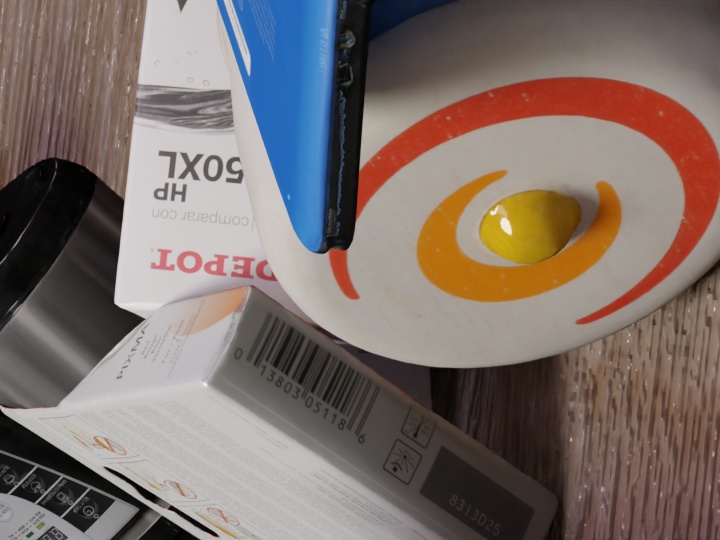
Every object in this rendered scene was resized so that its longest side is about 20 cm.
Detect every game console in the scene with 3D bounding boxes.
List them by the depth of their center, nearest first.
[{"bbox_3d":[0.020,-0.132,0.861,0.201,0.117,0.171,-109,17,-47],"label":"game console"}]

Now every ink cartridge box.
[{"bbox_3d":[-0.012,-0.072,1.137,0.084,0.144,0.202,27,-112,-78],"label":"ink cartridge box"},{"bbox_3d":[-0.037,0.074,1.141,0.200,0.162,0.050,-7,52,61],"label":"ink cartridge box"}]

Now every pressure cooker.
[{"bbox_3d":[-0.122,0.068,1.326,0.179,0.200,0.176,-50,16,-7],"label":"pressure cooker"}]

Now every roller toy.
[{"bbox_3d":[0.045,-0.058,0.979,0.200,0.181,0.140,120,147,-43],"label":"roller toy"}]

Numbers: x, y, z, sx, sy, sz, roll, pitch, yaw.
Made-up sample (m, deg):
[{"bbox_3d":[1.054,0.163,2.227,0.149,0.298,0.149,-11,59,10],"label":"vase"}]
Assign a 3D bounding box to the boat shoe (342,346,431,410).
[{"bbox_3d":[0.000,0.000,1.217,0.068,0.071,0.202,161,110,-69],"label":"boat shoe"}]
